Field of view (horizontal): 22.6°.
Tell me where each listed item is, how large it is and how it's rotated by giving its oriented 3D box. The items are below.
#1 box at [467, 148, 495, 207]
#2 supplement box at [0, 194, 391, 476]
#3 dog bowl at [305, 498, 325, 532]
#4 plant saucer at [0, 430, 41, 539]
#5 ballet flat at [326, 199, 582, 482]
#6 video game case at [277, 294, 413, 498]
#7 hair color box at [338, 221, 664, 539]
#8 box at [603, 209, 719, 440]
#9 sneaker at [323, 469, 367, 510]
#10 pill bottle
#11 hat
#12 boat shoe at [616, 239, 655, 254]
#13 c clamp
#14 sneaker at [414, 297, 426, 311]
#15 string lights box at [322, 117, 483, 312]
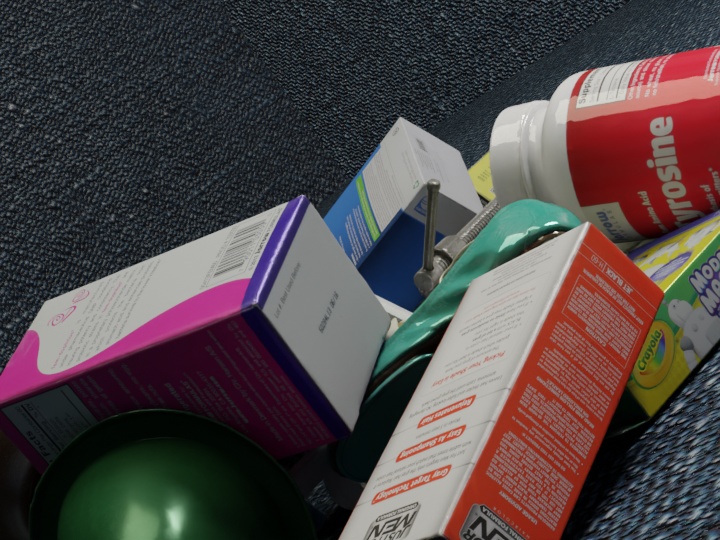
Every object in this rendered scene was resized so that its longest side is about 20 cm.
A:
[{"bbox_3d":[0.074,-0.009,1.463,0.075,0.050,0.200,-42,-13,-48],"label":"box"},{"bbox_3d":[-0.098,0.053,1.021,0.200,0.103,0.101,-19,30,29],"label":"supplement box"},{"bbox_3d":[-0.097,0.186,1.262,0.111,0.050,0.200,-38,6,-18],"label":"dog bowl"},{"bbox_3d":[-0.171,0.127,1.248,0.200,0.200,0.032,-38,50,-12],"label":"plant saucer"},{"bbox_3d":[0.053,0.037,1.028,0.200,0.067,0.070,-47,30,14],"label":"ballet flat"},{"bbox_3d":[-0.070,0.080,1.112,0.200,0.023,0.182,-45,40,-18],"label":"video game case"},{"bbox_3d":[0.068,0.078,0.888,0.101,0.061,0.200,-29,25,51],"label":"hair color box"},{"bbox_3d":[0.150,0.040,1.016,0.200,0.048,0.117,-44,9,-38],"label":"box"},{"bbox_3d":[-0.021,0.118,1.164,0.115,0.074,0.200,-27,11,17],"label":"sneaker"},{"bbox_3d":[0.187,-0.076,1.121,0.200,0.112,0.112,-8,22,33],"label":"pill bottle"},{"bbox_3d":[-0.116,0.175,0.915,0.200,0.166,0.176,-34,6,24],"label":"hat"},{"bbox_3d":[0.175,-0.028,1.273,0.060,0.072,0.202,1,-12,-26],"label":"boat shoe"},{"bbox_3d":[0.085,-0.017,1.201,0.200,0.027,0.171,-39,-34,-51],"label":"c clamp"},{"bbox_3d":[0.057,0.025,1.382,0.078,0.099,0.200,-40,7,-30],"label":"sneaker"},{"bbox_3d":[0.000,0.000,1.292,0.200,0.059,0.103,-52,26,21],"label":"string lights box"}]
